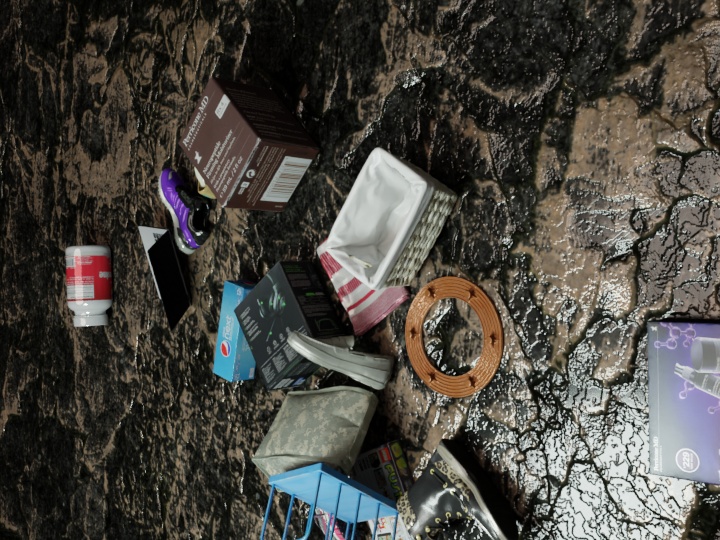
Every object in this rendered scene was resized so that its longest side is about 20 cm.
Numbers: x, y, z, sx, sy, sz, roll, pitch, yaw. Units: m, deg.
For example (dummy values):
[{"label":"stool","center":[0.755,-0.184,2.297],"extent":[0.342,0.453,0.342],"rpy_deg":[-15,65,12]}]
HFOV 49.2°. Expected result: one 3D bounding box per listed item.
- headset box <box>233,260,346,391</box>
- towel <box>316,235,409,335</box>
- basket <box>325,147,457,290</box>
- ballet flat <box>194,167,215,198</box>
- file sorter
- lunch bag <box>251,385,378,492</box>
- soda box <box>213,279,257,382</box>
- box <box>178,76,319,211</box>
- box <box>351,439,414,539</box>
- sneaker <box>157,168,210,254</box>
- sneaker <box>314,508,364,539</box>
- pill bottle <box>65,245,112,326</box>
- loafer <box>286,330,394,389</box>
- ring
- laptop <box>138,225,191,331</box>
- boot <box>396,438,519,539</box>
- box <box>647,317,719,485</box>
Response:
[{"label":"headset box","center":[-0.141,0.101,1.530],"extent":[0.174,0.092,0.202],"rpy_deg":[-44,63,34]},{"label":"towel","center":[0.000,0.000,1.449],"extent":[0.144,0.023,0.202],"rpy_deg":[-42,64,33]},{"label":"basket","center":[0.056,-0.083,1.319],"extent":[0.135,0.122,0.202],"rpy_deg":[39,111,33]},{"label":"ballet flat","center":[-0.333,-0.260,1.715],"extent":[0.068,0.063,0.204],"rpy_deg":[-10,84,41]},{"label":"file sorter","center":[-0.049,0.428,1.315],"extent":[0.138,0.199,0.124],"rpy_deg":[-25,41,40]},{"label":"lunch bag","center":[-0.066,0.301,1.405],"extent":[0.198,0.165,0.118],"rpy_deg":[-13,124,37]},{"label":"soda box","center":[-0.255,0.125,1.653],"extent":[0.067,0.064,0.204],"rpy_deg":[17,102,40]},{"label":"box","center":[-0.221,-0.244,1.546],"extent":[0.201,0.163,0.167],"rpy_deg":[51,122,28]},{"label":"box","center":[0.055,0.417,1.400],"extent":[0.109,0.034,0.203],"rpy_deg":[-31,71,38]},{"label":"sneaker","center":[-0.383,-0.149,1.765],"extent":[0.099,0.069,0.203],"rpy_deg":[-28,78,33]},{"label":"sneaker","center":[-0.070,0.432,1.484],"extent":[0.075,0.080,0.202],"rpy_deg":[-45,61,40]},{"label":"pill bottle","center":[-0.695,0.039,2.014],"extent":[0.111,0.111,0.204],"rpy_deg":[-3,90,41]},{"label":"loafer","center":[-0.034,0.145,1.395],"extent":[0.071,0.197,0.070],"rpy_deg":[-67,13,-6]},{"label":"ring","center":[0.150,0.112,1.319],"extent":[0.198,0.019,0.204],"rpy_deg":[2,93,43]},{"label":"laptop","center":[-0.461,0.012,1.763],"extent":[0.198,0.115,0.190],"rpy_deg":[9,118,42]},{"label":"boot","center":[0.152,0.395,1.272],"extent":[0.151,0.073,0.201],"rpy_deg":[-51,55,18]},{"label":"box","center":[0.450,0.166,1.012],"extent":[0.140,0.078,0.204],"rpy_deg":[-1,90,44]}]
